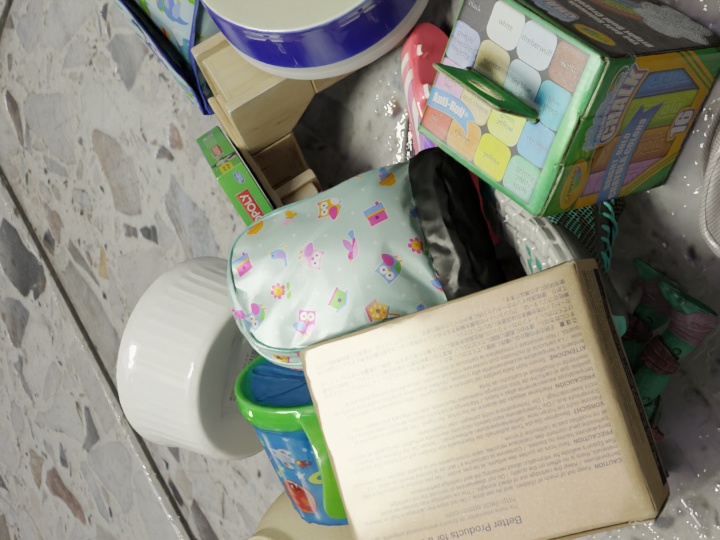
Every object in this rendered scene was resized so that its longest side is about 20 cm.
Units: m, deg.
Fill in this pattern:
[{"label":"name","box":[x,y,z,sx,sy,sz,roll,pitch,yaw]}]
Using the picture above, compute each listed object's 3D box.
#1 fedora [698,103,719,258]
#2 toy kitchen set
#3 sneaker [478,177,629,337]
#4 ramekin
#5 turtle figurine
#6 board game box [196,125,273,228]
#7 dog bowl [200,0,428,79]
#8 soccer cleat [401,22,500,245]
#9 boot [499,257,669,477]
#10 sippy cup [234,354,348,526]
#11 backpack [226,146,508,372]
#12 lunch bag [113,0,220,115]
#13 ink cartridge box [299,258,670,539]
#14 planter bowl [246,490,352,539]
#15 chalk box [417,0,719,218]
[{"label":"fedora","box":[0.280,-0.058,0.734,0.200,0.090,0.177,-46,67,45]},{"label":"toy kitchen set","box":[-0.021,-0.132,1.064,0.163,0.180,0.200,57,176,24]},{"label":"sneaker","box":[0.157,-0.030,0.847,0.078,0.091,0.200,77,172,-45]},{"label":"ramekin","box":[-0.137,0.093,1.167,0.098,0.200,0.201,16,113,36]},{"label":"turtle figurine","box":[0.175,0.094,0.847,0.200,0.101,0.150,-58,31,10]},{"label":"board game box","box":[-0.099,-0.058,1.089,0.135,0.029,0.200,57,178,-20]},{"label":"dog bowl","box":[-0.041,-0.264,0.957,0.200,0.079,0.201,-5,70,14]},{"label":"soccer cleat","box":[0.066,-0.106,0.982,0.076,0.067,0.200,-17,91,53]},{"label":"boot","box":[0.152,0.084,0.945,0.186,0.064,0.201,-12,87,48]},{"label":"sippy cup","box":[-0.024,0.136,0.970,0.139,0.178,0.131,1,117,31]},{"label":"backpack","box":[0.000,0.000,0.891,0.200,0.127,0.167,-21,66,16]},{"label":"lunch bag","box":[-0.178,-0.279,1.166,0.170,0.127,0.200,51,146,23]},{"label":"ink cartridge box","box":[0.080,0.099,0.759,0.200,0.075,0.165,-19,85,22]},{"label":"planter bowl","box":[-0.037,0.300,1.157,0.200,0.135,0.201,16,113,44]},{"label":"chalk box","box":[0.132,-0.123,0.797,0.124,0.200,0.124,43,129,32]}]
